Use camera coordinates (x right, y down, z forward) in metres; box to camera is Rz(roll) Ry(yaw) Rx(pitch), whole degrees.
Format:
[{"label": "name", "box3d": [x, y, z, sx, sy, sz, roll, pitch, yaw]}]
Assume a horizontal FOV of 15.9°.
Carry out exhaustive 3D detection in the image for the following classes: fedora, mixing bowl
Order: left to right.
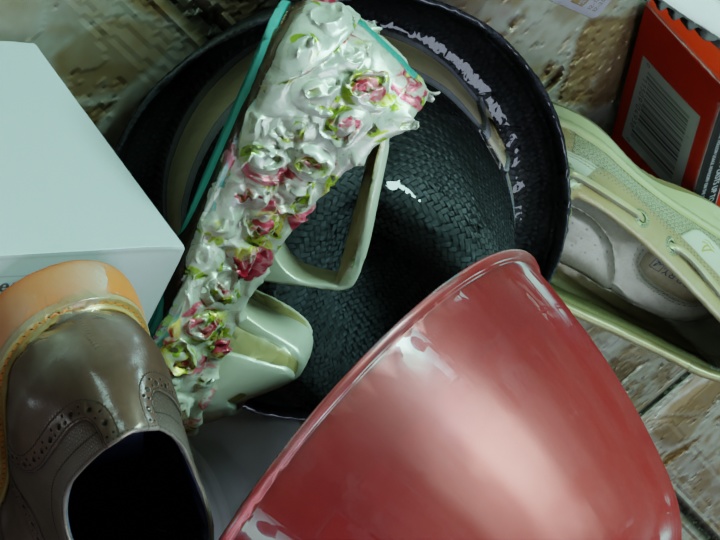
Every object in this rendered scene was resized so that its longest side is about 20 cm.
[{"label": "fedora", "box3d": [0.000, 0.000, 0.953, 0.199, 0.092, 0.202, -8, 128, -10]}, {"label": "mixing bowl", "box3d": [0.036, 0.105, 0.864, 0.200, 0.108, 0.200, -45, 162, -19]}]

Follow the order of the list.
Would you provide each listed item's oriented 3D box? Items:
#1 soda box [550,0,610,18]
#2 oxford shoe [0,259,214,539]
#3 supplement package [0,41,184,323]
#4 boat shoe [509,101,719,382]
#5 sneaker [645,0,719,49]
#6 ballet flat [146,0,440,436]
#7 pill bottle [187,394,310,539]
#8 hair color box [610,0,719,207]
[{"label": "soda box", "box3d": [0.110, -0.188, 0.909, 0.200, 0.064, 0.068, -50, 147, 19]}, {"label": "oxford shoe", "box3d": [-0.082, 0.088, 0.831, 0.071, 0.073, 0.201, -23, 143, -14]}, {"label": "supplement package", "box3d": [-0.162, 0.034, 0.864, 0.109, 0.114, 0.201, -3, 134, -42]}, {"label": "boat shoe", "box3d": [0.086, -0.012, 1.054, 0.200, 0.063, 0.073, 26, 130, -33]}, {"label": "sneaker", "box3d": [0.125, -0.135, 0.862, 0.093, 0.071, 0.199, -44, 145, 20]}, {"label": "ballet flat", "box3d": [-0.036, 0.001, 0.860, 0.201, 0.064, 0.076, -61, -175, 32]}, {"label": "pill bottle", "box3d": [-0.025, 0.101, 1.086, 0.199, 0.120, 0.120, -8, 138, -41]}, {"label": "hair color box", "box3d": [0.210, -0.094, 1.133, 0.199, 0.061, 0.102, -23, 146, -25]}]
